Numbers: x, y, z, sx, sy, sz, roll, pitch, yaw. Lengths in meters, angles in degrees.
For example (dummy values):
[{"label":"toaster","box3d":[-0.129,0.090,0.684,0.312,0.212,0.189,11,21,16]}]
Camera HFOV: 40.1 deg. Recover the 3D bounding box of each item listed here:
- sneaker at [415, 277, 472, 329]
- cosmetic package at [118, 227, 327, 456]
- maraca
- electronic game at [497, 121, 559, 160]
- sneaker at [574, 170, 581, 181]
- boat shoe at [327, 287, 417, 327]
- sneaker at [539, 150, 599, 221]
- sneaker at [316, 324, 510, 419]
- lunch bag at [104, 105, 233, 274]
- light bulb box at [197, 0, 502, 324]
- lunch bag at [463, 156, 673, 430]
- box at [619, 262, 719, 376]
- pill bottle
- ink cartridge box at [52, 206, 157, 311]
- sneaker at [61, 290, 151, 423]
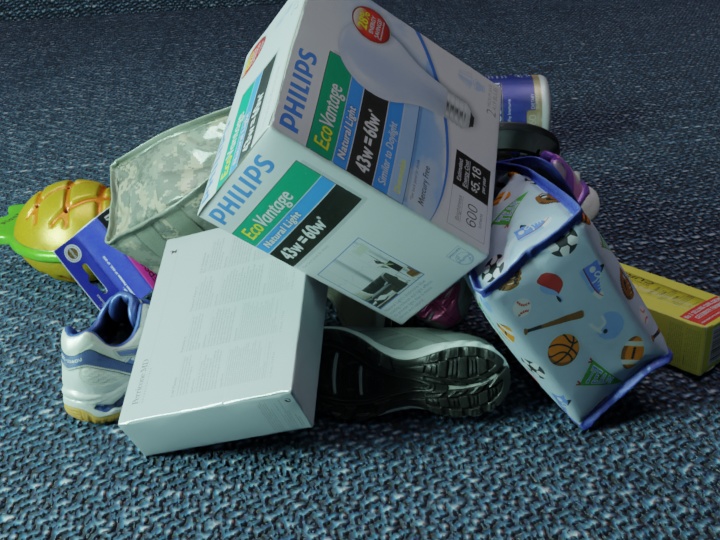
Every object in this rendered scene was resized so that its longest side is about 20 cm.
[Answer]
[{"label":"sneaker","box3d":[0.080,-0.010,0.957,0.081,0.088,0.202,-36,32,20]},{"label":"cosmetic package","box3d":[-0.105,0.045,0.813,0.148,0.052,0.202,-10,45,16]},{"label":"maraca","box3d":[-0.330,-0.047,1.095,0.196,0.109,0.137,9,27,24]},{"label":"electronic game","box3d":[0.150,-0.138,1.231,0.195,0.043,0.200,-5,-16,-1]},{"label":"sneaker","box3d":[0.214,-0.058,1.136,0.087,0.077,0.200,-6,23,19]},{"label":"boat shoe","box3d":[0.000,0.000,0.986,0.062,0.073,0.202,9,37,-31]},{"label":"sneaker","box3d":[0.150,-0.057,1.042,0.198,0.089,0.081,-31,31,5]},{"label":"sneaker","box3d":[0.027,0.083,0.840,0.196,0.076,0.079,5,12,4]},{"label":"lunch bag","box3d":[-0.115,-0.064,0.943,0.197,0.164,0.119,-25,52,24]},{"label":"light bulb box","box3d":[-0.002,-0.100,0.802,0.198,0.125,0.201,28,48,-21]},{"label":"lunch bag","box3d":[0.156,0.003,0.846,0.123,0.171,0.200,-36,23,3]},{"label":"box","box3d":[0.257,0.034,0.941,0.074,0.051,0.198,-18,29,-36]},{"label":"pill bottle","box3d":[0.176,-0.227,1.452,0.195,0.118,0.116,-2,23,2]},{"label":"ink cartridge box","box3d":[-0.223,-0.040,1.047,0.037,0.095,0.200,-27,15,46]},{"label":"sneaker","box3d":[-0.186,0.055,0.883,0.074,0.090,0.200,8,24,25]}]
